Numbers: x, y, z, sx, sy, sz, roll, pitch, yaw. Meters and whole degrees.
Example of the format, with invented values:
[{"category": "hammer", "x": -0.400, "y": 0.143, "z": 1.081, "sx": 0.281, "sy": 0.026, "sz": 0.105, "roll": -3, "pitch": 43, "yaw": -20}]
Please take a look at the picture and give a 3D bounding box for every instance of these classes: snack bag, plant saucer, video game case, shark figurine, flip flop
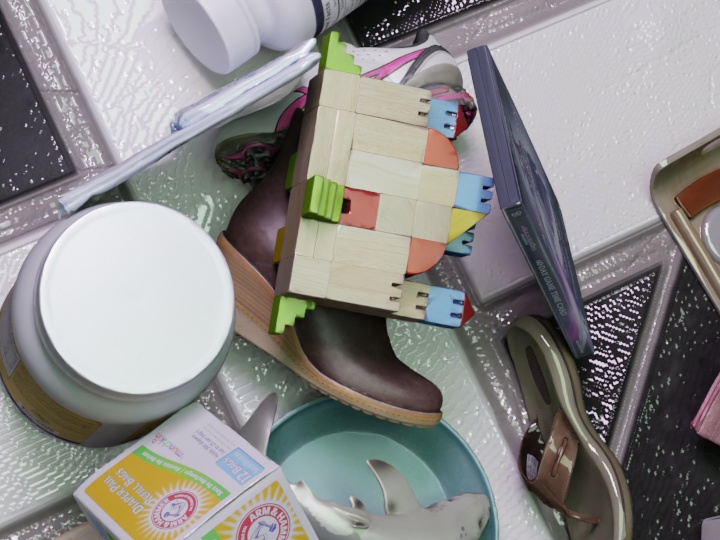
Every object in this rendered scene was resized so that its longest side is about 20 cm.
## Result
[{"category": "snack bag", "x": -0.119, "y": -0.099, "z": 1.350, "sx": 0.200, "sy": 0.189, "sz": 0.021, "roll": -31, "pitch": 97, "yaw": -2}, {"category": "plant saucer", "x": 0.000, "y": 0.187, "z": 1.417, "sx": 0.200, "sy": 0.036, "sz": 0.200, "roll": 3, "pitch": 78, "yaw": -15}, {"category": "video game case", "x": 0.121, "y": -0.045, "z": 1.404, "sx": 0.019, "sy": 0.200, "sz": 0.143, "roll": -17, "pitch": 53, "yaw": 11}, {"category": "shark figurine", "x": -0.013, "y": 0.181, "z": 1.360, "sx": 0.214, "sy": 0.090, "sz": 0.128, "roll": 22, "pitch": 40, "yaw": -18}, {"category": "flip flop", "x": 0.140, "y": 0.129, "z": 1.444, "sx": 0.058, "sy": 0.081, "sz": 0.200, "roll": -13, "pitch": 78, "yaw": -27}]

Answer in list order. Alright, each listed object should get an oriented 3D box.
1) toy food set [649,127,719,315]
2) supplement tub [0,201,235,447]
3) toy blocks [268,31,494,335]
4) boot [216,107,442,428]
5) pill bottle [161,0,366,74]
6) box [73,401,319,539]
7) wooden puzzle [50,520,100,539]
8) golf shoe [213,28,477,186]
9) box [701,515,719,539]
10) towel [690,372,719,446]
[{"category": "toy food set", "x": 0.332, "y": -0.027, "z": 1.542, "sx": 0.143, "sy": 0.060, "sz": 0.200, "roll": -30, "pitch": 88, "yaw": -19}, {"category": "supplement tub", "x": -0.163, "y": 0.036, "z": 1.316, "sx": 0.145, "sy": 0.200, "sz": 0.145, "roll": 3, "pitch": 77, "yaw": -15}, {"category": "toy blocks", "x": 0.024, "y": -0.046, "z": 1.329, "sx": 0.137, "sy": 0.100, "sz": 0.200, "roll": 10, "pitch": 83, "yaw": -13}, {"category": "boot", "x": 0.000, "y": 0.000, "z": 1.380, "sx": 0.200, "sy": 0.072, "sz": 0.166, "roll": 30, "pitch": 97, "yaw": 6}, {"category": "pill bottle", "x": -0.044, "y": -0.231, "z": 1.453, "sx": 0.200, "sy": 0.111, "sz": 0.111, "roll": -37, "pitch": 90, "yaw": -20}, {"category": "box", "x": -0.081, "y": 0.201, "z": 1.267, "sx": 0.101, "sy": 0.112, "sz": 0.200, "roll": -36, "pitch": 124, "yaw": -17}, {"category": "wooden puzzle", "x": -0.199, "y": 0.280, "z": 1.336, "sx": 0.200, "sy": 0.046, "sz": 0.185, "roll": -26, "pitch": 86, "yaw": -19}, {"category": "golf shoe", "x": -0.020, "y": -0.120, "z": 1.464, "sx": 0.200, "sy": 0.073, "sz": 0.092, "roll": -16, "pitch": 65, "yaw": -19}, {"category": "box", "x": 0.358, "y": 0.233, "z": 1.490, "sx": 0.200, "sy": 0.068, "sz": 0.082, "roll": 7, "pitch": 76, "yaw": -15}, {"category": "towel", "x": 0.362, "y": 0.101, "z": 1.510, "sx": 0.200, "sy": 0.023, "sz": 0.144, "roll": 28, "pitch": 92, "yaw": -17}]
